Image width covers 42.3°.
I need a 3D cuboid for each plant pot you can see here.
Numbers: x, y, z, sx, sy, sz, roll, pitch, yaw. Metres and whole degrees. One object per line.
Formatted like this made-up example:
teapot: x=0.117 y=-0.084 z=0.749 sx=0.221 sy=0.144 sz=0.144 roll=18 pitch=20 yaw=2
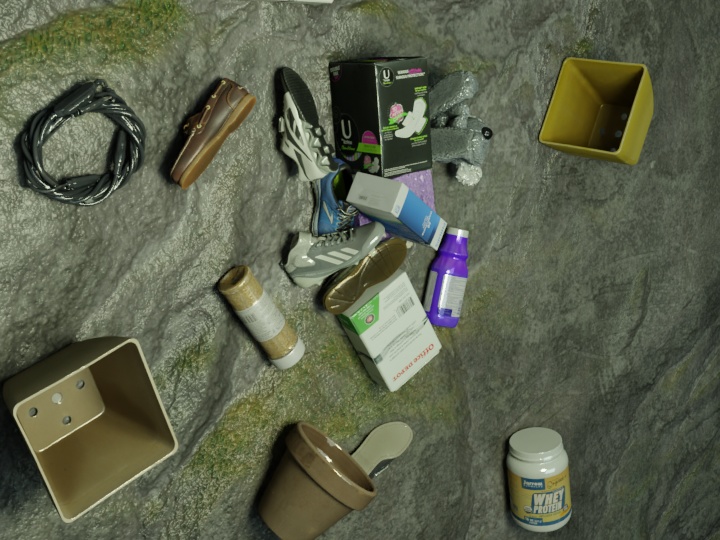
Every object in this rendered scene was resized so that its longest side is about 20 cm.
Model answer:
plant pot: x=-0.095 y=0.410 z=1.721 sx=0.175 sy=0.200 sz=0.200 roll=-49 pitch=127 yaw=0
plant pot: x=-0.425 y=0.214 z=1.401 sx=0.198 sy=0.176 sz=0.203 roll=-31 pitch=117 yaw=-30
plant pot: x=0.546 y=-0.336 z=2.076 sx=0.175 sy=0.198 sz=0.203 roll=25 pitch=84 yaw=-51

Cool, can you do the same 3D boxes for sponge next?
sponge: x=0.064 y=-0.124 z=1.802 sx=0.198 sy=0.030 sz=0.114 roll=-22 pitch=111 yaw=-35

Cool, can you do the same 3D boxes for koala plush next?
koala plush: x=0.184 y=-0.266 z=1.824 sx=0.199 sy=0.181 sz=0.181 roll=14 pitch=68 yaw=-55

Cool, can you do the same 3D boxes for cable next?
cable: x=-0.421 y=-0.181 z=1.413 sx=0.200 sy=0.050 sz=0.165 roll=-47 pitch=129 yaw=-25

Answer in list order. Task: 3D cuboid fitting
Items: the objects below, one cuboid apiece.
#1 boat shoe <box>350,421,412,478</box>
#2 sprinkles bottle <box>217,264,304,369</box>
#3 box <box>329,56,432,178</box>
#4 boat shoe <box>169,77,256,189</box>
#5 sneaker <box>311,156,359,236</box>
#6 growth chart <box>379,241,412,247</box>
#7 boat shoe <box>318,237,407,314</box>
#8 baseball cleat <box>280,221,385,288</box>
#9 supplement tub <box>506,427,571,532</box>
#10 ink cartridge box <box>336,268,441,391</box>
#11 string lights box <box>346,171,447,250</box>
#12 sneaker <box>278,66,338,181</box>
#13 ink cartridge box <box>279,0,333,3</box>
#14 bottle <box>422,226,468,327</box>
boat shoe: x=0.026 y=0.378 z=1.893 sx=0.199 sy=0.073 sz=0.063 roll=-33 pitch=162 yaw=-35
sprinkles bottle: x=-0.173 y=0.085 z=1.648 sx=0.068 sy=0.068 sz=0.201 roll=-46 pitch=124 yaw=-22
box: x=0.037 y=-0.281 z=1.690 sx=0.123 sy=0.148 sz=0.204 roll=-14 pitch=109 yaw=-34
boat shoe: x=-0.254 y=-0.227 z=1.526 sx=0.070 sy=0.070 sz=0.201 roll=34 pitch=71 yaw=1
sneaker: x=-0.041 y=-0.107 z=1.703 sx=0.078 sy=0.089 sz=0.204 roll=-20 pitch=114 yaw=-34
growth chart: x=0.057 y=-0.078 z=1.835 sx=0.144 sy=0.018 sz=0.203 roll=34 pitch=77 yaw=-39
boat shoe: x=0.000 y=0.000 z=1.759 sx=0.199 sy=0.065 sz=0.074 roll=-36 pitch=123 yaw=-16
baseball cleat: x=-0.055 y=-0.043 z=1.664 sx=0.198 sy=0.070 sz=0.107 roll=-34 pitch=121 yaw=16
supplement tub: x=0.413 y=0.484 z=2.159 sx=0.143 sy=0.144 sz=0.204 roll=-21 pitch=112 yaw=-34
ink cartridge box: x=0.054 y=0.112 z=1.820 sx=0.146 sy=0.083 sz=0.202 roll=-38 pitch=121 yaw=-18
string lights box: x=0.069 y=-0.105 z=1.690 sx=0.199 sy=0.101 sz=0.060 roll=33 pitch=77 yaw=-57
sneaker: x=-0.116 y=-0.251 z=1.626 sx=0.074 sy=0.087 sz=0.203 roll=-18 pitch=87 yaw=-61
ink cartridge box: x=-0.143 y=-0.520 z=1.536 sx=0.197 sy=0.084 sz=0.149 roll=-8 pitch=105 yaw=-38
bottle: x=0.181 y=0.013 z=1.923 sx=0.083 sy=0.065 sz=0.204 roll=8 pitch=94 yaw=-40
